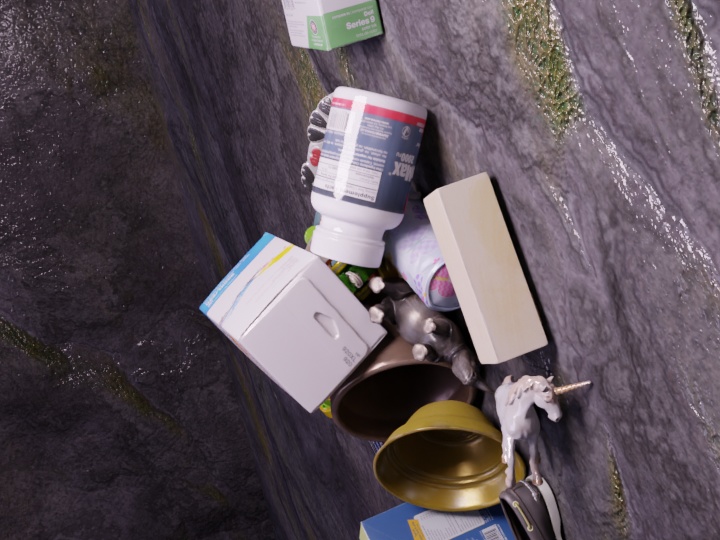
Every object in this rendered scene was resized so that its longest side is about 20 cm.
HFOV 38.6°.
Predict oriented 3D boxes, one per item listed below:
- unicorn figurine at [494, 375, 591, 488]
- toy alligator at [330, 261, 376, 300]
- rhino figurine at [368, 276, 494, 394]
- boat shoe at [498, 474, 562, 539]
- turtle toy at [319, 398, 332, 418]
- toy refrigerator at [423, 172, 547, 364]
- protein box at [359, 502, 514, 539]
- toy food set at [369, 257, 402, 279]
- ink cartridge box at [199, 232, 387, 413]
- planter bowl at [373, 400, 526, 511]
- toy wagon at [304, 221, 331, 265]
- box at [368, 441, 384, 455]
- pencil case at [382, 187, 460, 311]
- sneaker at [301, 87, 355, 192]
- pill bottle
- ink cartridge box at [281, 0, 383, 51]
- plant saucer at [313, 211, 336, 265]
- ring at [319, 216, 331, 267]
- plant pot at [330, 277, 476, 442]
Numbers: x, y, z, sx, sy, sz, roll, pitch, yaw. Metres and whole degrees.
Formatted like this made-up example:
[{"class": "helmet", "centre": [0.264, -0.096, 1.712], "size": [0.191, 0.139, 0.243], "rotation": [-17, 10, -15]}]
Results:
[{"class": "unicorn figurine", "centre": [0.187, 0.172, 1.176], "size": [0.200, 0.073, 0.139], "rotation": [-147, 51, -73]}, {"class": "toy alligator", "centre": [0.000, 0.000, 1.347], "size": [0.059, 0.054, 0.200], "rotation": [45, 173, -2]}, {"class": "rhino figurine", "centre": [0.092, 0.083, 1.265], "size": [0.200, 0.060, 0.087], "rotation": [41, -165, 23]}, {"class": "boat shoe", "centre": [0.225, 0.359, 1.285], "size": [0.072, 0.060, 0.204], "rotation": [174, 78, -73]}, {"class": "turtle toy", "centre": [-0.038, 0.154, 1.545], "size": [0.199, 0.102, 0.146], "rotation": [22, 159, 41]}, {"class": "toy refrigerator", "centre": [0.142, -0.002, 1.157], "size": [0.076, 0.069, 0.202], "rotation": [145, 106, -80]}, {"class": "protein box", "centre": [0.124, 0.425, 1.436], "size": [0.136, 0.198, 0.200], "rotation": [93, 152, -52]}, {"class": "toy food set", "centre": [0.021, -0.004, 1.567], "size": [0.200, 0.048, 0.200], "rotation": [-146, 40, -64]}, {"class": "ink cartridge box", "centre": [-0.092, 0.063, 1.338], "size": [0.147, 0.145, 0.200], "rotation": [47, 170, -22]}, {"class": "planter bowl", "centre": [0.118, 0.231, 1.357], "size": [0.202, 0.197, 0.084], "rotation": [90, -175, -47]}, {"class": "toy wagon", "centre": [-0.019, -0.092, 1.426], "size": [0.039, 0.201, 0.155], "rotation": [33, 177, -11]}, {"class": "box", "centre": [0.042, 0.253, 1.776], "size": [0.200, 0.049, 0.201], "rotation": [97, 150, -54]}, {"class": "pencil case", "centre": [0.077, -0.031, 1.301], "size": [0.083, 0.090, 0.200], "rotation": [56, 177, -40]}, {"class": "sneaker", "centre": [-0.036, -0.196, 1.498], "size": [0.080, 0.084, 0.201], "rotation": [28, 139, 1]}, {"class": "pill bottle", "centre": [0.004, -0.112, 1.254], "size": [0.119, 0.118, 0.203], "rotation": [-152, 73, -66]}, {"class": "ink cartridge box", "centre": [-0.052, -0.394, 1.315], "size": [0.145, 0.087, 0.202], "rotation": [32, 140, 64]}, {"class": "plant saucer", "centre": [-0.042, -0.033, 1.749], "size": [0.201, 0.038, 0.203], "rotation": [161, 90, -73]}, {"class": "ring", "centre": [-0.012, -0.063, 1.503], "size": [0.200, 0.019, 0.203], "rotation": [-40, 41, 47]}, {"class": "plant pot", "centre": [0.048, 0.112, 1.416], "size": [0.202, 0.197, 0.176], "rotation": [91, 171, -49]}]
